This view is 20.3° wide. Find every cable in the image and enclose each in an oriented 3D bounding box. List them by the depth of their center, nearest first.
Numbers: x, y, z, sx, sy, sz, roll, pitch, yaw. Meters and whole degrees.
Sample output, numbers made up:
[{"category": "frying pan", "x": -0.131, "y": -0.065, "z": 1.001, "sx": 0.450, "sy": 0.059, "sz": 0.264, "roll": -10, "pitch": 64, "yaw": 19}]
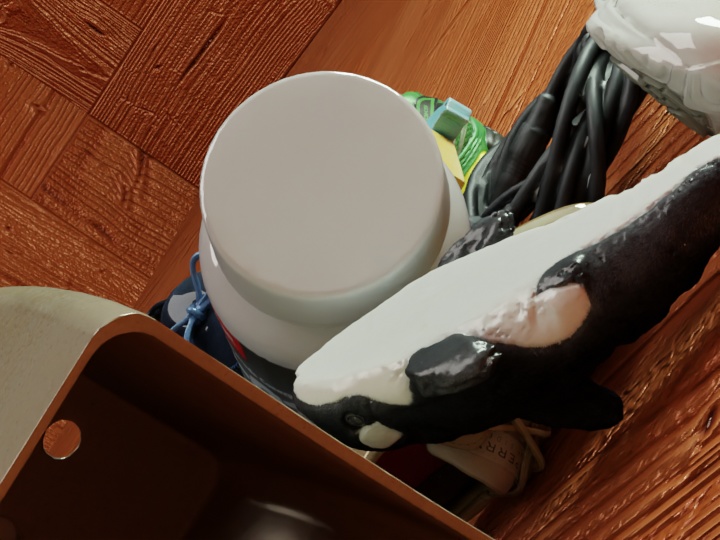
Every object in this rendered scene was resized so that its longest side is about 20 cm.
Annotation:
[{"category": "cable", "x": 0.096, "y": -0.057, "z": 0.986, "sx": 0.200, "sy": 0.051, "sz": 0.163, "roll": -54, "pitch": 3, "yaw": 45}]

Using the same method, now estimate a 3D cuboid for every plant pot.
[{"category": "plant pot", "x": -0.088, "y": 0.117, "z": 0.639, "sx": 0.200, "sy": 0.200, "sz": 0.177, "roll": -57, "pitch": 32, "yaw": -3}]

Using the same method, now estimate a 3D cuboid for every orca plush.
[{"category": "orca plush", "x": 0.076, "y": 0.019, "z": 0.716, "sx": 0.200, "sy": 0.071, "sz": 0.105, "roll": -35, "pitch": 20, "yaw": 3}]

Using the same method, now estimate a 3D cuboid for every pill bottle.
[{"category": "pill bottle", "x": -0.007, "y": 0.003, "z": 0.857, "sx": 0.114, "sy": 0.113, "sz": 0.200, "roll": -59, "pitch": -16, "yaw": -16}]

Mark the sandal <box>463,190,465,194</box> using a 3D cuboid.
[{"category": "sandal", "x": 0.014, "y": 0.024, "z": 1.109, "sx": 0.201, "sy": 0.048, "sz": 0.075, "roll": -59, "pitch": 9, "yaw": -15}]

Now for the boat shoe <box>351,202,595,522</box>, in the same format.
[{"category": "boat shoe", "x": 0.041, "y": 0.062, "z": 0.777, "sx": 0.200, "sy": 0.074, "sz": 0.069, "roll": -47, "pitch": 34, "yaw": 17}]

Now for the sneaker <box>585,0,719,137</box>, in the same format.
[{"category": "sneaker", "x": 0.145, "y": -0.114, "z": 0.799, "sx": 0.099, "sy": 0.078, "sz": 0.200, "roll": -49, "pitch": 11, "yaw": 15}]

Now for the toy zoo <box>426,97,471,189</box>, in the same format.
[{"category": "toy zoo", "x": 0.000, "y": 0.000, "z": 1.040, "sx": 0.201, "sy": 0.020, "sz": 0.131, "roll": -60, "pitch": 13, "yaw": 5}]

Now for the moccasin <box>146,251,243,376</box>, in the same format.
[{"category": "moccasin", "x": -0.078, "y": 0.038, "z": 1.062, "sx": 0.081, "sy": 0.068, "sz": 0.200, "roll": -67, "pitch": 13, "yaw": -19}]

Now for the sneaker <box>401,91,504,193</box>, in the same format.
[{"category": "sneaker", "x": 0.005, "y": -0.015, "z": 1.189, "sx": 0.201, "sy": 0.085, "sz": 0.078, "roll": -60, "pitch": 9, "yaw": -16}]
